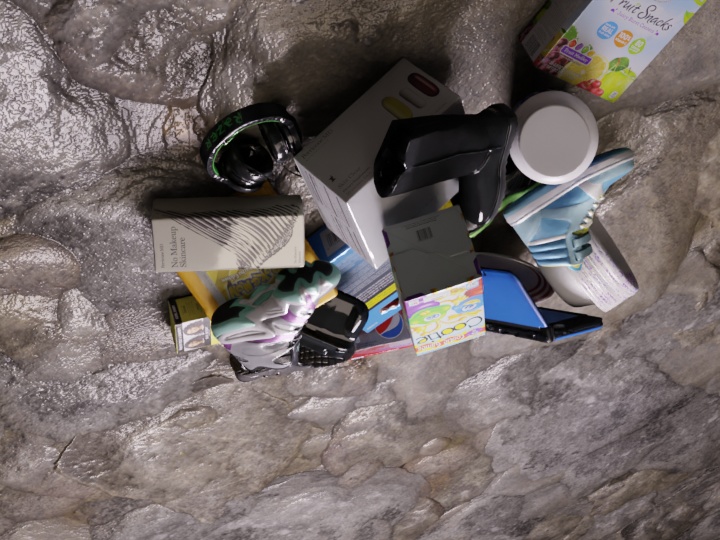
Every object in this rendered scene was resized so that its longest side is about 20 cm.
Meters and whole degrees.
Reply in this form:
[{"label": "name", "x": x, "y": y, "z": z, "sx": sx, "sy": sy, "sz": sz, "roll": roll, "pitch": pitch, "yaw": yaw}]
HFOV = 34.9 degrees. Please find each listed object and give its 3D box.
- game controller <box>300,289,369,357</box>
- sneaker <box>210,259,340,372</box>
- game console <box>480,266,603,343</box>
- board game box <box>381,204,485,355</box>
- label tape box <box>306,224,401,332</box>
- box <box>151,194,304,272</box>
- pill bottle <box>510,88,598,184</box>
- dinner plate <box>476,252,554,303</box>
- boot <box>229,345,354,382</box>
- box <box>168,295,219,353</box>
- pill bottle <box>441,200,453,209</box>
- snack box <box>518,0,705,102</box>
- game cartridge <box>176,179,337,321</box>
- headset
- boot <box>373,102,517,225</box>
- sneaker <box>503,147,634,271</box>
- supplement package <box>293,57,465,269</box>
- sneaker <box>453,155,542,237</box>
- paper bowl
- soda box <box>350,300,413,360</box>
[{"label": "game controller", "x": -0.088, "y": 0.055, "z": 1.649, "sx": 0.198, "sy": 0.042, "sz": 0.105, "roll": 24, "pitch": 110, "yaw": -16}, {"label": "sneaker", "x": -0.092, "y": 0.077, "z": 1.572, "sx": 0.198, "sy": 0.078, "sz": 0.141, "roll": -24, "pitch": 119, "yaw": 16}, {"label": "game console", "x": 0.245, "y": 0.037, "z": 1.750, "sx": 0.168, "sy": 0.199, "sz": 0.121, "roll": -12, "pitch": 100, "yaw": -29}, {"label": "board game box", "x": 0.098, "y": 0.018, "z": 1.476, "sx": 0.103, "sy": 0.104, "sz": 0.201, "roll": -17, "pitch": 156, "yaw": 0}, {"label": "label tape box", "x": 0.000, "y": 0.000, "z": 1.713, "sx": 0.143, "sy": 0.064, "sz": 0.199, "roll": -35, "pitch": 142, "yaw": 18}, {"label": "box", "x": -0.172, "y": -0.049, "z": 1.497, "sx": 0.196, "sy": 0.069, "sz": 0.083, "roll": -4, "pitch": 117, "yaw": -5}, {"label": "pill bottle", "x": 0.252, "y": -0.177, "z": 1.507, "sx": 0.119, "sy": 0.121, "sz": 0.200, "roll": -32, "pitch": -175, "yaw": 11}, {"label": "dinner plate", "x": 0.211, "y": 0.010, "z": 1.818, "sx": 0.197, "sy": 0.025, "sz": 0.201, "roll": 9, "pitch": 156, "yaw": 4}, {"label": "boot", "x": -0.106, "y": 0.130, "z": 1.788, "sx": 0.196, "sy": 0.071, "sz": 0.132, "roll": -5, "pitch": 168, "yaw": 0}, {"label": "box", "x": -0.184, "y": 0.063, "z": 1.700, "sx": 0.197, "sy": 0.051, "sz": 0.076, "roll": -13, "pitch": 142, "yaw": -17}, {"label": "pill bottle", "x": 0.097, "y": -0.036, "z": 1.627, "sx": 0.113, "sy": 0.115, "sz": 0.202, "roll": -26, "pitch": 121, "yaw": 4}, {"label": "snack box", "x": 0.331, "y": -0.331, "z": 1.484, "sx": 0.167, "sy": 0.068, "sz": 0.201, "roll": 12, "pitch": 129, "yaw": -39}, {"label": "game cartridge", "x": -0.153, "y": -0.004, "z": 1.575, "sx": 0.175, "sy": 0.033, "sz": 0.201, "roll": -30, "pitch": 113, "yaw": 8}, {"label": "headset", "x": -0.115, "y": -0.142, "z": 1.446, "sx": 0.123, "sy": 0.095, "sz": 0.199, "roll": -37, "pitch": 159, "yaw": 18}, {"label": "boot", "x": 0.099, "y": -0.115, "z": 1.403, "sx": 0.198, "sy": 0.065, "sz": 0.167, "roll": -20, "pitch": 127, "yaw": -43}, {"label": "sneaker", "x": 0.314, "y": -0.078, "z": 1.608, "sx": 0.198, "sy": 0.132, "sz": 0.080, "roll": -29, "pitch": -175, "yaw": 17}, {"label": "supplement package", "x": 0.038, "y": -0.137, "z": 1.471, "sx": 0.200, "sy": 0.111, "sz": 0.156, "roll": -43, "pitch": 146, "yaw": -12}, {"label": "sneaker", "x": 0.181, "y": -0.120, "z": 1.675, "sx": 0.199, "sy": 0.077, "sz": 0.084, "roll": -38, "pitch": 120, "yaw": 18}, {"label": "paper bowl", "x": 0.329, "y": -0.026, "z": 1.750, "sx": 0.104, "sy": 0.203, "sz": 0.200, "roll": -35, "pitch": 143, "yaw": 17}, {"label": "soda box", "x": 0.069, "y": 0.086, "z": 1.846, "sx": 0.197, "sy": 0.071, "sz": 0.063, "roll": -11, "pitch": 164, "yaw": -17}]
